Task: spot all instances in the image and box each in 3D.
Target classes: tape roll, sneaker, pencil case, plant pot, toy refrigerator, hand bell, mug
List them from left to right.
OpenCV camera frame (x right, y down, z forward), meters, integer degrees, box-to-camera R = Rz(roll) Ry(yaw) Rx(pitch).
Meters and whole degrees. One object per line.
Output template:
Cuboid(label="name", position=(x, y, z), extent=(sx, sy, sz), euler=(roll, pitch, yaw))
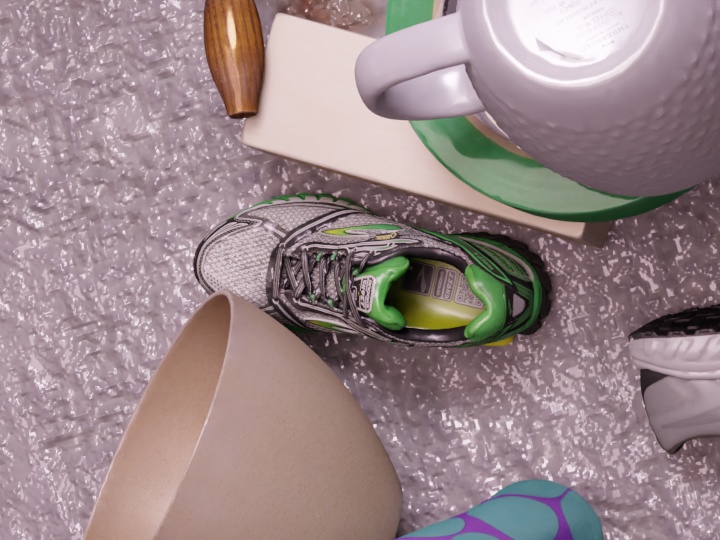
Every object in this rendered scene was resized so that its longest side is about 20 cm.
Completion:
Cuboid(label="hand bell", position=(-0.077, -0.181, 1.510), extent=(0.103, 0.104, 0.201), euler=(-9, 80, 18))
Cuboid(label="plant pot", position=(-0.056, 0.129, 1.505), extent=(0.134, 0.200, 0.201), euler=(24, 101, -13))
Cuboid(label="sneaker", position=(0.000, 0.000, 1.520), extent=(0.199, 0.085, 0.079), euler=(4, 94, 19))
Cuboid(label="toy refrigerator", position=(0.044, -0.076, 1.512), extent=(0.199, 0.070, 0.076), euler=(16, 90, 16))
Cuboid(label="pencil case", position=(0.045, 0.171, 1.452), extent=(0.092, 0.199, 0.086), euler=(-23, 85, 38))
Cuboid(label="mug", position=(0.094, -0.110, 1.322), extent=(0.199, 0.175, 0.149), euler=(-14, 82, 14))
Cuboid(label="tape roll", position=(0.114, -0.126, 1.434), extent=(0.199, 0.048, 0.202), euler=(-1, 85, 16))
Cuboid(label="sneaker", position=(0.241, 0.058, 1.456), extent=(0.199, 0.074, 0.080), euler=(-4, 101, 25))
